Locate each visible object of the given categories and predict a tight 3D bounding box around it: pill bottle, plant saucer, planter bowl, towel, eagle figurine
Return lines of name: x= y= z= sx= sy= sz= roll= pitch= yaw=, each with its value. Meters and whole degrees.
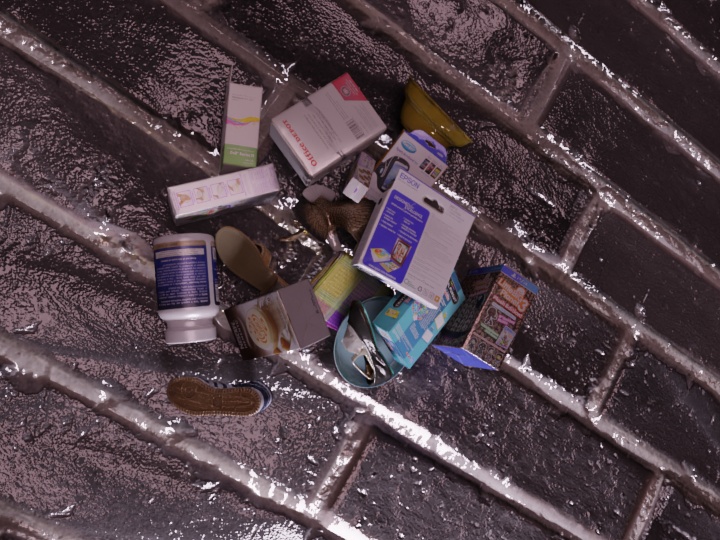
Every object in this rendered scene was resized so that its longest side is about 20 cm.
pill bottle: x=-0.329 y=0.035 z=1.165 sx=0.115 sy=0.116 sz=0.201 roll=-4 pitch=87 yaw=-17
plant saucer: x=0.027 y=0.147 z=1.280 sx=0.200 sy=0.027 sz=0.201 roll=-9 pitch=108 yaw=-29
planter bowl: x=0.146 y=-0.318 z=1.320 sx=0.200 sy=0.200 sz=0.083 roll=43 pitch=106 yaw=-10
towel: x=-0.030 y=0.051 z=1.234 sx=0.144 sy=0.023 sz=0.200 roll=-51 pitch=138 yaw=2
eagle figurine: x=-0.061 y=-0.097 z=1.209 sx=0.151 sy=0.200 sz=0.152 roll=39 pitch=74 yaw=-10

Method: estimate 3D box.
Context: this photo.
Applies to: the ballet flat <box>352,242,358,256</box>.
ballet flat: x=0.000 y=0.000 z=1.285 sx=0.070 sy=0.065 sz=0.200 roll=10 pitch=113 yaw=-39

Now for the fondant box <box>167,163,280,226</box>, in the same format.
fondant box: x=-0.266 y=-0.145 z=1.182 sx=0.199 sy=0.144 sz=0.058 roll=-18 pitch=92 yaw=-17

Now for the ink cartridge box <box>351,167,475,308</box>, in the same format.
ink cartridge box: x=0.103 y=-0.058 z=1.151 sx=0.198 sy=0.043 sz=0.200 roll=29 pitch=80 yaw=-26

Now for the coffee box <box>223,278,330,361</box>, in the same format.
coffee box: x=-0.162 y=0.098 z=1.160 sx=0.080 sy=0.200 sz=0.115 roll=-22 pitch=91 yaw=-42

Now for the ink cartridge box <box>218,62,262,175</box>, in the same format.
ink cartridge box: x=-0.237 y=-0.292 z=1.215 sx=0.067 sy=0.117 sz=0.201 roll=5 pitch=85 yaw=-17

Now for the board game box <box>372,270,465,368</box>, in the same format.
board game box: x=0.124 y=0.081 z=1.255 sx=0.200 sy=0.047 sz=0.151 roll=-49 pitch=140 yaw=-17

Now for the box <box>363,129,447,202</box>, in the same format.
box: x=0.091 y=-0.201 z=1.297 sx=0.119 sy=0.041 sz=0.200 roll=36 pitch=108 yaw=-11

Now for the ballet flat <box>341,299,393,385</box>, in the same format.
ballet flat: x=0.007 y=0.154 z=1.217 sx=0.068 sy=0.068 sz=0.200 roll=-30 pitch=116 yaw=-11

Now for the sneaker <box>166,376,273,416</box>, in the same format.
sneaker: x=-0.269 y=0.245 z=1.200 sx=0.199 sy=0.108 sz=0.070 roll=5 pitch=87 yaw=14

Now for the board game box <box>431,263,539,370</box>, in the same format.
board game box: x=0.264 y=0.100 z=1.315 sx=0.097 sy=0.159 sz=0.200 roll=32 pitch=77 yaw=-12

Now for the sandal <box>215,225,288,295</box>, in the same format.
sandal: x=-0.211 y=-0.018 z=1.238 sx=0.078 sy=0.070 sz=0.212 roll=-30 pitch=116 yaw=19

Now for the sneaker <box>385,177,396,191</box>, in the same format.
sneaker: x=0.104 y=-0.092 z=1.270 sx=0.099 sy=0.070 sz=0.201 roll=-2 pitch=84 yaw=-20

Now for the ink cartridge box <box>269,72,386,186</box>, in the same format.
ink cartridge box: x=-0.071 y=-0.293 z=1.278 sx=0.200 sy=0.083 sz=0.147 roll=-36 pitch=91 yaw=-15

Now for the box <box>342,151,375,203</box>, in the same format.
box: x=-0.001 y=-0.193 z=1.244 sx=0.039 sy=0.200 sz=0.041 roll=34 pitch=114 yaw=-10
